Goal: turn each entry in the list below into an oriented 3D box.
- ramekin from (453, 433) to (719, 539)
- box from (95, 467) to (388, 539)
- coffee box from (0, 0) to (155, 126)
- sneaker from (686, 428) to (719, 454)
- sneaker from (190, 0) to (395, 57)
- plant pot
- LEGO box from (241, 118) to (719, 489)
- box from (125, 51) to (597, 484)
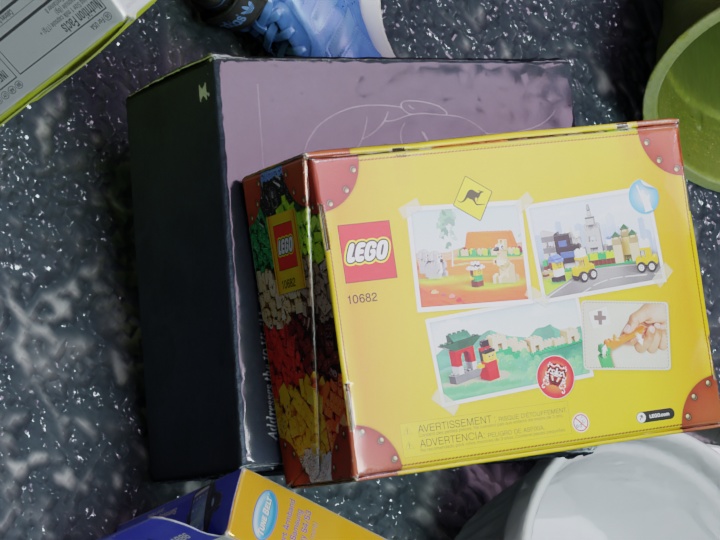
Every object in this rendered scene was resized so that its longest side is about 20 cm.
[{"bbox_3d":[0.130,0.189,1.519,0.200,0.105,0.201,17,60,-31],"label":"ramekin"},{"bbox_3d":[-0.030,0.155,1.400,0.200,0.119,0.042,31,57,-24],"label":"box"},{"bbox_3d":[-0.165,-0.204,1.406,0.198,0.200,0.200,50,49,-8],"label":"coffee box"},{"bbox_3d":[0.170,0.066,1.627,0.199,0.071,0.100,15,66,-28],"label":"sneaker"},{"bbox_3d":[-0.040,-0.124,1.553,0.111,0.077,0.201,-1,79,-30],"label":"sneaker"},{"bbox_3d":[0.254,-0.177,1.749,0.200,0.200,0.191,19,46,-30],"label":"plant pot"},{"bbox_3d":[0.058,0.014,1.361,0.199,0.077,0.150,-6,86,-26],"label":"LEGO box"},{"bbox_3d":[0.000,0.000,1.445,0.196,0.124,0.201,-1,84,-27],"label":"box"}]
